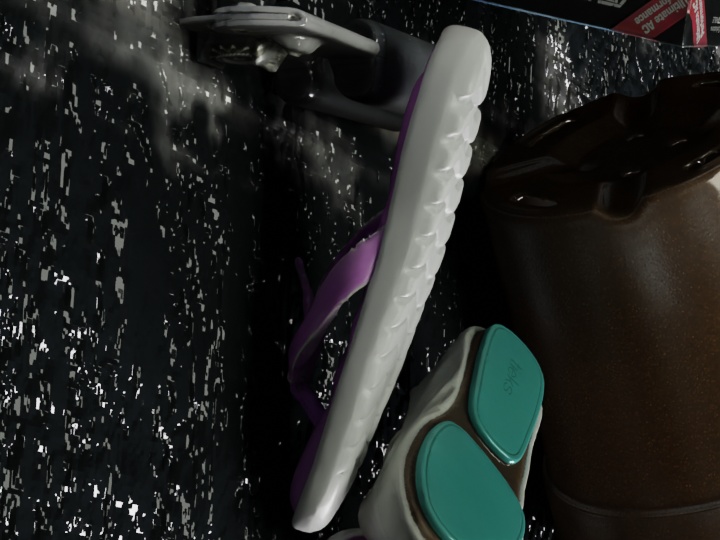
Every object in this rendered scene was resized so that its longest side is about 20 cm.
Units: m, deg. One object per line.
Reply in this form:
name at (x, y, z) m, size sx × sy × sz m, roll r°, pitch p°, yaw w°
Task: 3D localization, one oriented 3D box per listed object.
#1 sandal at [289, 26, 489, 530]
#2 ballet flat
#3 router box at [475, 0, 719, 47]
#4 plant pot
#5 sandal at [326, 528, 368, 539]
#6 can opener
sandal at (0.001, 0.000, 1.025) m, size 0.082 × 0.049 × 0.204 m, roll 5°, pitch 104°, yaw -82°
ballet flat at (0.033, 0.087, 1.073) m, size 0.200 × 0.069 × 0.070 m, roll -64°, pitch 145°, yaw -65°
router box at (0.111, -0.144, 1.171) m, size 0.200 × 0.149 × 0.063 m, roll -10°, pitch 114°, yaw -65°
plant pot at (0.157, 0.025, 1.240) m, size 0.200 × 0.199 × 0.199 m, roll -51°, pitch 127°, yaw -54°
sandal at (0.046, 0.177, 1.094) m, size 0.203 × 0.050 × 0.083 m, roll 52°, pitch 42°, yaw -33°
can opener at (-0.008, -0.098, 1.036) m, size 0.200 × 0.053 × 0.067 m, roll 9°, pitch 81°, yaw -66°
